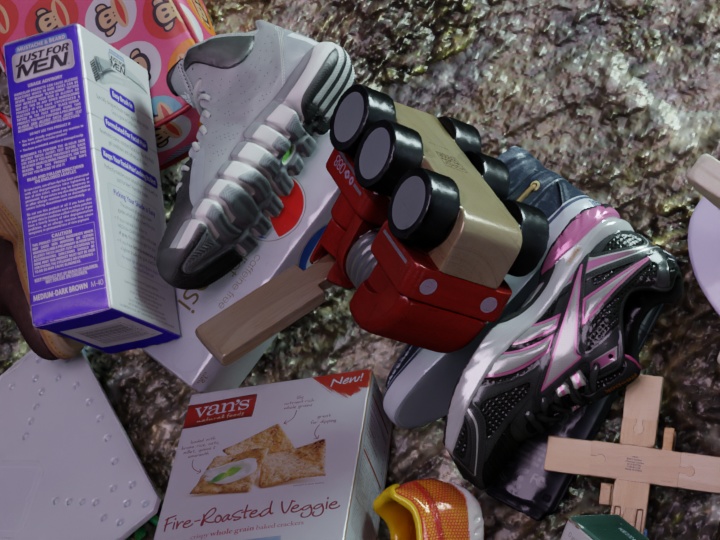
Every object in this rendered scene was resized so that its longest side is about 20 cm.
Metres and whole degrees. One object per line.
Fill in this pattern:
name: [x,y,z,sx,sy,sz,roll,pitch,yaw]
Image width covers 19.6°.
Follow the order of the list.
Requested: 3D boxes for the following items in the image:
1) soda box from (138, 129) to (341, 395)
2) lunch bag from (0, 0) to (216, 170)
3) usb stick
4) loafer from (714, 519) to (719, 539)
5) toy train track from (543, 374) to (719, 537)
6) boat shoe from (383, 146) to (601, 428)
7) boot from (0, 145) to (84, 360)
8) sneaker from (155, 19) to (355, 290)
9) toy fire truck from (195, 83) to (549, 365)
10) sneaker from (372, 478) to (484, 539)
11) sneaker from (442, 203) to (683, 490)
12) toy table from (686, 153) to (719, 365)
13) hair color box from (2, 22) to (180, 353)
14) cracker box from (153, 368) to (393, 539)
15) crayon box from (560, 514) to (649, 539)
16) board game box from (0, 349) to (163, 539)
soda box: [-0.070,-0.009,1.458,0.068,0.064,0.200,36,89,25]
lunch bag: [-0.197,-0.158,1.538,0.176,0.082,0.200,-27,68,10]
usb stick: [0.147,0.068,1.377,0.055,0.033,0.200,27,84,17]
loafer: [0.243,0.198,1.277,0.067,0.076,0.200,18,88,4]
toy train track: [0.172,0.168,1.340,0.114,0.033,0.200,7,82,12]
boat shoe: [0.073,0.011,1.406,0.200,0.071,0.091,-46,57,-1]
boot: [-0.290,0.022,1.524,0.166,0.072,0.200,-37,55,15]
sneaker: [-0.100,-0.087,1.423,0.115,0.075,0.200,30,75,26]
toy fire truck: [0.000,0.000,1.355,0.200,0.128,0.176,-61,33,20]
sneaker: [0.042,0.231,1.308,0.077,0.073,0.200,2,66,-25]
sneaker: [0.131,0.057,1.323,0.086,0.080,0.200,32,89,26]
toy table: [0.287,-0.002,1.303,0.200,0.117,0.184,23,83,23]
hair color box: [-0.182,-0.053,1.410,0.065,0.109,0.200,-12,74,18]
cracker box: [-0.058,0.157,1.354,0.134,0.058,0.200,-10,37,16]
crayon box: [0.146,0.265,1.260,0.127,0.051,0.200,39,116,43]
board game box: [-0.242,0.164,1.452,0.200,0.026,0.200,-40,45,4]
